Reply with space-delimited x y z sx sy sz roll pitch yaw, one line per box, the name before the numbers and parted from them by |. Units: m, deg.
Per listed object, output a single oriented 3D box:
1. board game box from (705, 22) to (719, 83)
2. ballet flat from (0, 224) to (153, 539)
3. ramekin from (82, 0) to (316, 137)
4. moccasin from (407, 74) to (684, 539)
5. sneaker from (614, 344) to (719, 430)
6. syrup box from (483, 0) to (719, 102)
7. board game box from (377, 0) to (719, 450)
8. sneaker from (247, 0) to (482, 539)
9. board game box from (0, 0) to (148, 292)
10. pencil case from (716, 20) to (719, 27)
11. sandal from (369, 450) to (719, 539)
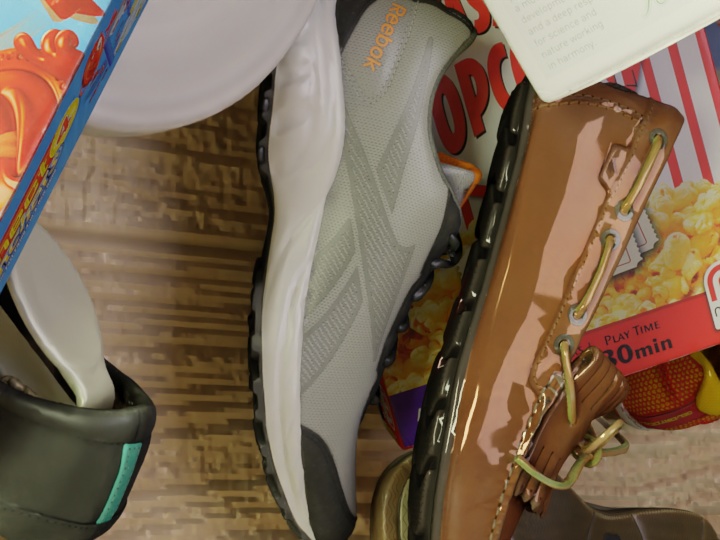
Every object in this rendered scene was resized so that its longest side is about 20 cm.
board game box | 0.201 -0.074 1.081 0.200 0.151 0.037 -48 157 -2
ballet flat | -0.124 -0.013 0.772 0.200 0.068 0.068 49 34 10
ramekin | -0.107 -0.137 0.858 0.202 0.094 0.204 7 81 -47
moccasin | 0.065 0.034 0.948 0.077 0.074 0.203 16 82 -3
sneaker | 0.163 -0.020 1.143 0.073 0.077 0.201 37 59 -36
syrup box | 0.052 -0.166 0.900 0.201 0.081 0.079 60 23 -9
board game box | 0.054 -0.055 0.995 0.151 0.046 0.201 -19 101 -6
sneaker | 0.000 0.000 0.935 0.079 0.074 0.201 4 102 -4
board game box | -0.163 -0.081 0.711 0.199 0.056 0.197 25 77 1
pencil case | 0.153 -0.160 1.032 0.088 0.087 0.200 49 21 -31
sandal | 0.068 0.116 1.043 0.199 0.054 0.081 15 73 -46
